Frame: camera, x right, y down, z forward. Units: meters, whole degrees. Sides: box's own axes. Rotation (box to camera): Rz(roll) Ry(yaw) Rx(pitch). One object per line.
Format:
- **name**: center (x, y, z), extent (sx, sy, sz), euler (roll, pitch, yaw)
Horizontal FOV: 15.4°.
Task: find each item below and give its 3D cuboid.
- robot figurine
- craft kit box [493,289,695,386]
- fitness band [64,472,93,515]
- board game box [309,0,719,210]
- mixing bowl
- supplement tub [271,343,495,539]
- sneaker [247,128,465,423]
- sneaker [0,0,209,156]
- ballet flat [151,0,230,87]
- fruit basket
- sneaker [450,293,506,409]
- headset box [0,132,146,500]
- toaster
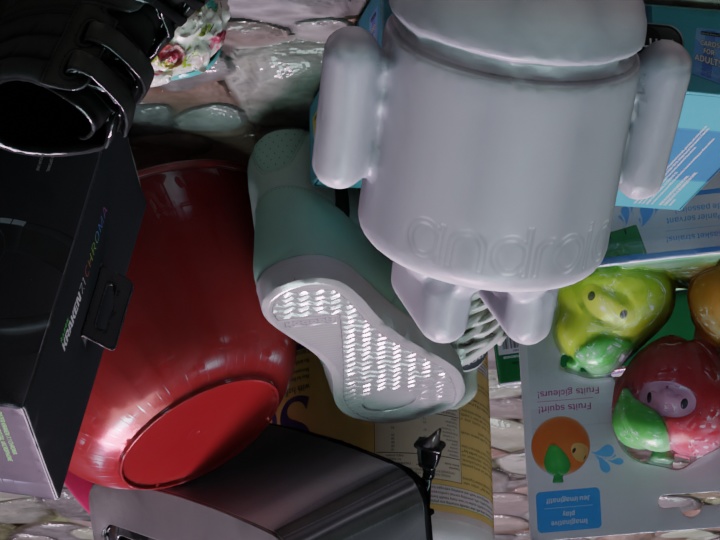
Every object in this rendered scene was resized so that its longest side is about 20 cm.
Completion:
- **robot figurine**: center (0.062, -0.069, 1.159), extent (0.169, 0.201, 0.113), euler (-1, -156, -20)
- **craft kit box**: center (0.200, 0.035, 1.577), extent (0.199, 0.049, 0.197), euler (-9, 178, 21)
- **fitness band**: center (-0.135, 0.111, 1.654), extent (0.143, 0.200, 0.037), euler (36, 107, -26)
- **board game box**: center (0.088, -0.082, 1.301), extent (0.199, 0.047, 0.151), euler (4, 160, -14)
- **mixing bowl**: center (-0.110, 0.046, 1.426), extent (0.199, 0.109, 0.200), euler (-25, 154, -13)
- **supplement tub**: center (0.011, 0.123, 1.654), extent (0.144, 0.201, 0.146), euler (-1, 161, 0)
- **sneaker**: center (0.000, 0.000, 1.417), extent (0.073, 0.119, 0.201), euler (-16, 148, 15)
- **sneaker**: center (-0.083, -0.108, 1.096), extent (0.199, 0.100, 0.071), euler (-22, 139, 17)
- **ballet flat**: center (-0.157, -0.108, 1.201), extent (0.199, 0.076, 0.064), euler (-13, 138, 13)
- **fruit basket**: center (0.171, 0.037, 1.416), extent (0.184, 0.201, 0.094), euler (-5, 162, 14)
- **sneaker**: center (0.054, 0.006, 1.464), extent (0.076, 0.081, 0.200), euler (-20, 159, -12)
- **headset box**: center (-0.208, 0.002, 1.259), extent (0.199, 0.175, 0.093), euler (7, 148, 10)
- **toaster**: center (-0.047, 0.181, 1.500), extent (0.180, 0.201, 0.118), euler (12, -155, 42)
